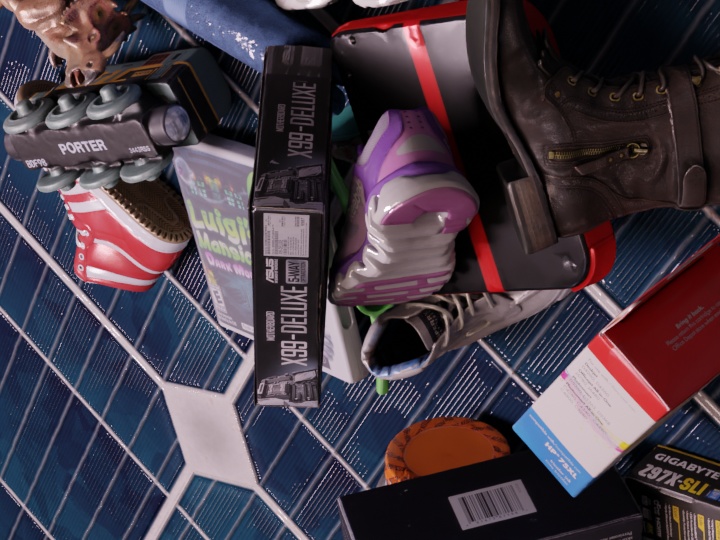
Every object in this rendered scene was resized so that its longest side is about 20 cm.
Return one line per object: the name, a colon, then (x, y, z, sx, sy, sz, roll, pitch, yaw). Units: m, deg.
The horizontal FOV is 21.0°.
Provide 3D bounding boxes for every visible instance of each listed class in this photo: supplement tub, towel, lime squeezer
supplement tub: (0.073, 0.221, 1.516, 0.122, 0.122, 0.201, 22, 131, 36)
towel: (-0.096, -0.186, 1.421, 0.200, 0.112, 0.049, 33, 94, 30)
lime squeezer: (0.000, 0.000, 1.465, 0.071, 0.038, 0.201, -7, 99, 56)

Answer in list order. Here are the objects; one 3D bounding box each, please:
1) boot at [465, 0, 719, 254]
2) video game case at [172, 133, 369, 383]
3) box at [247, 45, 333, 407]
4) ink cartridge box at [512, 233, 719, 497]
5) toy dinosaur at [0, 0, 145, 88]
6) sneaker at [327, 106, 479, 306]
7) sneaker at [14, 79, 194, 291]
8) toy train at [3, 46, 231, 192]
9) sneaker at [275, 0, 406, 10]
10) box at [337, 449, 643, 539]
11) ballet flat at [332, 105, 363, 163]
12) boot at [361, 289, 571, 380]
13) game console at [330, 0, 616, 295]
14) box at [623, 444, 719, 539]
boot: (0.161, -0.109, 1.174, 0.069, 0.174, 0.201, -105, -1, -64)
video game case: (-0.077, -0.015, 1.556, 0.200, 0.023, 0.182, 20, 131, 52)
box: (-0.046, -0.029, 1.337, 0.050, 0.158, 0.200, 2, 138, 0)
ink cartridge box: (0.190, 0.059, 1.258, 0.067, 0.116, 0.200, 49, 151, 10)
toy dinosaur: (-0.239, -0.238, 1.557, 0.135, 0.086, 0.201, -14, 90, 40)
sneaker: (0.022, -0.041, 1.280, 0.200, 0.080, 0.089, 117, 142, -62)
sneaker: (-0.236, -0.066, 1.679, 0.200, 0.071, 0.113, 46, 138, 10)
toy train: (-0.196, -0.122, 1.551, 0.200, 0.114, 0.085, -3, 123, 42)
sneaker: (0.002, -0.230, 1.306, 0.200, 0.078, 0.100, 1, 114, 45)
box: (0.098, 0.238, 1.397, 0.104, 0.199, 0.183, -115, 15, -58)
ballet flat: (0.042, -0.102, 1.359, 0.064, 0.076, 0.200, 51, 146, -13)
boot: (0.078, 0.025, 1.390, 0.074, 0.095, 0.200, 53, 142, 4)
game console: (0.074, -0.078, 1.279, 0.177, 0.031, 0.201, -2, 113, 47)
box: (0.270, 0.236, 1.377, 0.159, 0.049, 0.201, 14, 126, 37)
